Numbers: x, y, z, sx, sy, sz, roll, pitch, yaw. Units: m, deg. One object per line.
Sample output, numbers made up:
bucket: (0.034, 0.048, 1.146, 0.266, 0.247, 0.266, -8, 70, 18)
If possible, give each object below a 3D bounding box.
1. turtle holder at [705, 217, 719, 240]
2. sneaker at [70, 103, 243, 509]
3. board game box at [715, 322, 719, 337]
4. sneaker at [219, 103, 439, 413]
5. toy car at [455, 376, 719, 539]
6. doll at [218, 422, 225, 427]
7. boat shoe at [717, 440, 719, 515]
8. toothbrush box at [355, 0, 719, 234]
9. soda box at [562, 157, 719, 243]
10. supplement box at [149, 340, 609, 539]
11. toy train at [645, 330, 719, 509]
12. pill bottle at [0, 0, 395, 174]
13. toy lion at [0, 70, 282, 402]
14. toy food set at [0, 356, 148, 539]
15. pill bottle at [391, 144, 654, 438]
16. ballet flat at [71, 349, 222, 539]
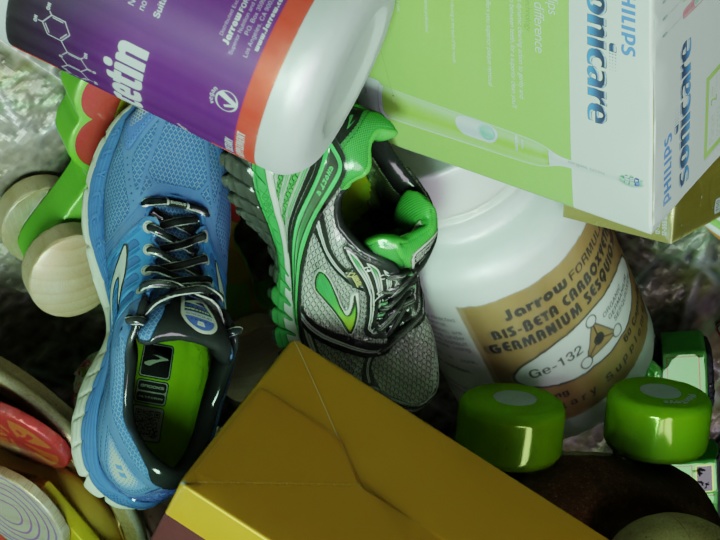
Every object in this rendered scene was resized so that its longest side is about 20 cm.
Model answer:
turtle holder: (0.229, -0.082, 1.470, 0.131, 0.141, 0.186, 0, 138, 0)
sneaker: (-0.085, 0.012, 1.364, 0.078, 0.089, 0.201, 4, 85, -26)
board game box: (0.289, 0.052, 1.562, 0.040, 0.200, 0.153, 28, 116, -36)
sneaker: (0.000, 0.000, 1.391, 0.078, 0.085, 0.200, -53, 139, -30)
toy car: (0.132, 0.163, 1.417, 0.157, 0.200, 0.165, -2, 108, -19)
doll: (-0.108, 0.111, 1.576, 0.199, 0.049, 0.137, 1, 118, -15)
boat shoe: (0.285, 0.092, 1.689, 0.200, 0.071, 0.070, -43, 128, 10)
toothbrush box: (0.067, -0.123, 1.332, 0.086, 0.199, 0.146, -44, 143, -38)
soda box: (0.146, -0.121, 1.401, 0.068, 0.064, 0.201, -26, 123, -51)
supplement box: (-0.012, 0.184, 1.357, 0.197, 0.133, 0.200, 32, 126, 4)
toy train: (0.179, 0.125, 1.658, 0.056, 0.042, 0.201, -4, 114, 3)
pill bottle: (-0.091, -0.130, 1.286, 0.199, 0.113, 0.113, 26, 125, 8)
toy lion: (-0.073, -0.050, 1.450, 0.200, 0.069, 0.192, 28, 108, -36)
toy food set: (-0.191, 0.104, 1.463, 0.198, 0.049, 0.200, -10, 125, 50)
pill bottle: (0.070, -0.013, 1.488, 0.114, 0.115, 0.200, -26, 133, 4)
ballet flat: (-0.090, 0.128, 1.503, 0.075, 0.200, 0.064, -30, 177, 6)
